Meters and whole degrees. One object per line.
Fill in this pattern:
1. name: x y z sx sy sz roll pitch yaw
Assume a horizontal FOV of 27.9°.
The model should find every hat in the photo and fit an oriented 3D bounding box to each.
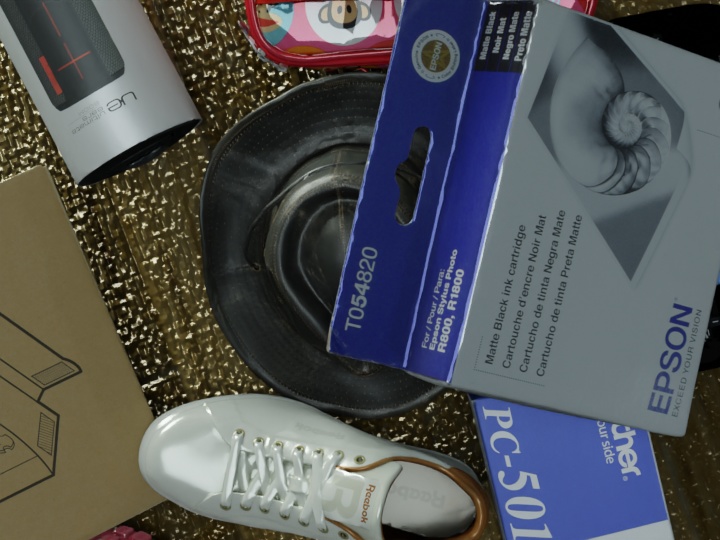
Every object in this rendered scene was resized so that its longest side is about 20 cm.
1. hat: 0.000 0.000 0.782 0.198 0.081 0.203 0 110 -1

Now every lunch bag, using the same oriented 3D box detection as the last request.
1. lunch bag: 0.031 -0.178 0.800 0.198 0.082 0.178 -3 96 4

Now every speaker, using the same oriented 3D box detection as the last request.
1. speaker: -0.167 -0.151 0.807 0.081 0.081 0.201 -27 91 3

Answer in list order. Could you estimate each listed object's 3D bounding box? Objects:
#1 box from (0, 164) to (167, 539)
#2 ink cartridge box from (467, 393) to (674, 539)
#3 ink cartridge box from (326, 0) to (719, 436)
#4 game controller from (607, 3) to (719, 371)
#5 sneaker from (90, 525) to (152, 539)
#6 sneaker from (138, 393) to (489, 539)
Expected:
1. box: -0.207 0.067 0.791 0.162 0.021 0.202 -25 101 -17
2. ink cartridge box: 0.129 0.158 0.820 0.093 0.044 0.202 -13 91 2
3. ink cartridge box: 0.098 -0.031 0.744 0.198 0.041 0.202 13 88 -20
4. game controller: 0.183 -0.045 0.812 0.103 0.042 0.202 -10 92 3
5. sneaker: -0.114 0.211 0.822 0.198 0.081 0.075 23 123 9
6. sneaker: -0.023 0.111 0.794 0.198 0.085 0.074 9 88 -6
